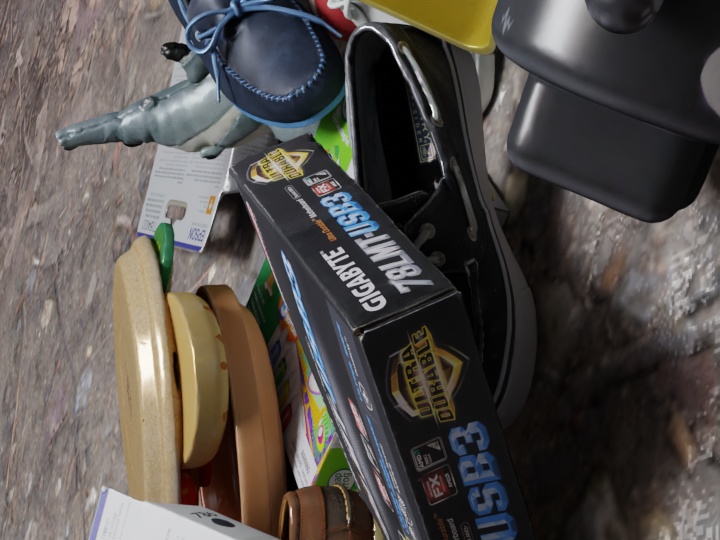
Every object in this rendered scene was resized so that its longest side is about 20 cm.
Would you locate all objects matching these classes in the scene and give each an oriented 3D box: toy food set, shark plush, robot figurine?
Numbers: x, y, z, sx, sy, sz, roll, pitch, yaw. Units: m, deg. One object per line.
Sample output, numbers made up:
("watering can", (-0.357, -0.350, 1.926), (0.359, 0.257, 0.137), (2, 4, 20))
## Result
("toy food set", (-0.116, 0.071, 1.026), (0.198, 0.048, 0.201), (-111, 20, -51))
("shark plush", (-0.103, -0.127, 1.125), (0.083, 0.199, 0.091), (65, -159, -43))
("robot figurine", (0.121, -0.123, 0.637), (0.150, 0.124, 0.201), (-128, 55, -63))

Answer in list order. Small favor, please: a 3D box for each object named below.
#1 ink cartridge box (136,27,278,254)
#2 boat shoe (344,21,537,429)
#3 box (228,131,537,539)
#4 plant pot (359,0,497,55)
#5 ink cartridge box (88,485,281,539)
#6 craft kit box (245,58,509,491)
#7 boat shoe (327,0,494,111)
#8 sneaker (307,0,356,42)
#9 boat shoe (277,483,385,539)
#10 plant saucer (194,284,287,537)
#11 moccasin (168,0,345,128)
("ink cartridge box", (-0.107, -0.112, 1.286), (0.199, 0.040, 0.201), (-166, 89, -68))
("boat shoe", (0.030, -0.021, 0.806), (0.071, 0.068, 0.201), (-12, 81, 36))
("box", (0.016, 0.061, 0.745), (0.199, 0.049, 0.201), (-131, 19, -61))
("plant pot", (0.014, -0.246, 0.747), (0.177, 0.199, 0.200), (-62, -6, -18))
("ink cartridge box", (-0.056, 0.184, 0.855), (0.199, 0.039, 0.100), (19, 97, 28))
("craft kit box", (0.000, 0.000, 0.968), (0.198, 0.048, 0.200), (-64, 25, 22))
("boat shoe", (0.005, -0.166, 0.928), (0.072, 0.068, 0.201), (-36, 70, 45))
("sneaker", (0.030, -0.220, 0.976), (0.116, 0.078, 0.201), (-133, 58, -65))
("boat shoe", (-0.040, 0.203, 0.912), (0.072, 0.067, 0.201), (-132, 58, -63))
("plant saucer", (-0.073, 0.108, 1.028), (0.200, 0.032, 0.202), (176, 90, -77))
("moccasin", (-0.080, -0.152, 1.029), (0.080, 0.068, 0.200), (-41, 45, -7))
